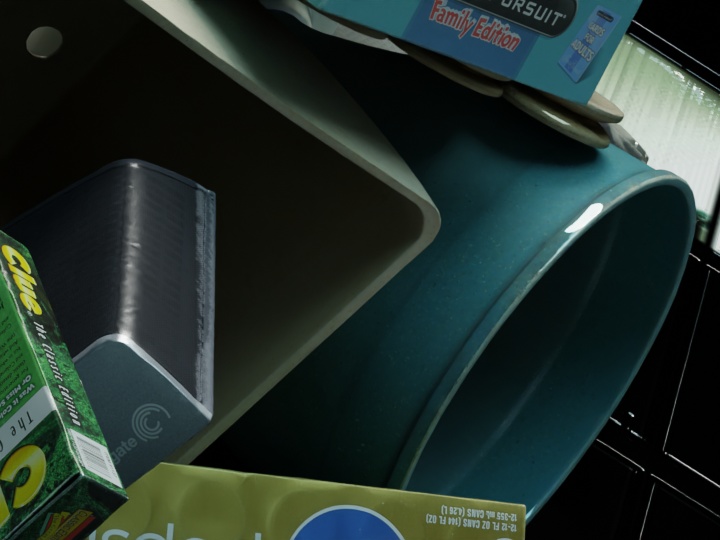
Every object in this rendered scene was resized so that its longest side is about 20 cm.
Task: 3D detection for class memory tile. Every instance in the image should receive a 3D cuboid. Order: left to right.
[{"bbox_3d":[-0.001,-0.109,1.012,0.199,0.017,0.153,25,12,-22],"label":"memory tile"}]

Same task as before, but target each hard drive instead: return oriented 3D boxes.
[{"bbox_3d":[-0.131,0.052,0.817,0.042,0.199,0.135,46,21,-27],"label":"hard drive"}]

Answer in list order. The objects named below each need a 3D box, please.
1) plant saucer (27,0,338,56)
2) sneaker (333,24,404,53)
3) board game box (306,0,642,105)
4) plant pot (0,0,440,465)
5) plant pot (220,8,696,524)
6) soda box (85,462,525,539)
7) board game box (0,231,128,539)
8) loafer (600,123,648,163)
[{"bbox_3d":[-0.077,-0.099,1.139,0.199,0.200,0.050,0,53,-46],"label":"plant saucer"},{"bbox_3d":[0.028,-0.116,1.309,0.077,0.082,0.200,26,-13,10],"label":"sneaker"},{"bbox_3d":[-0.019,-0.137,0.934,0.200,0.047,0.151,38,15,37],"label":"board game box"},{"bbox_3d":[-0.125,-0.051,0.941,0.200,0.200,0.178,34,22,-38],"label":"plant pot"},{"bbox_3d":[0.000,0.000,1.070,0.187,0.201,0.200,35,26,21],"label":"plant pot"},{"bbox_3d":[-0.046,0.105,0.906,0.198,0.064,0.068,8,77,-21],"label":"soda box"},{"bbox_3d":[-0.153,0.088,0.741,0.023,0.200,0.105,36,19,-41],"label":"board game box"},{"bbox_3d":[0.086,-0.065,1.320,0.070,0.070,0.200,43,3,29],"label":"loafer"}]
